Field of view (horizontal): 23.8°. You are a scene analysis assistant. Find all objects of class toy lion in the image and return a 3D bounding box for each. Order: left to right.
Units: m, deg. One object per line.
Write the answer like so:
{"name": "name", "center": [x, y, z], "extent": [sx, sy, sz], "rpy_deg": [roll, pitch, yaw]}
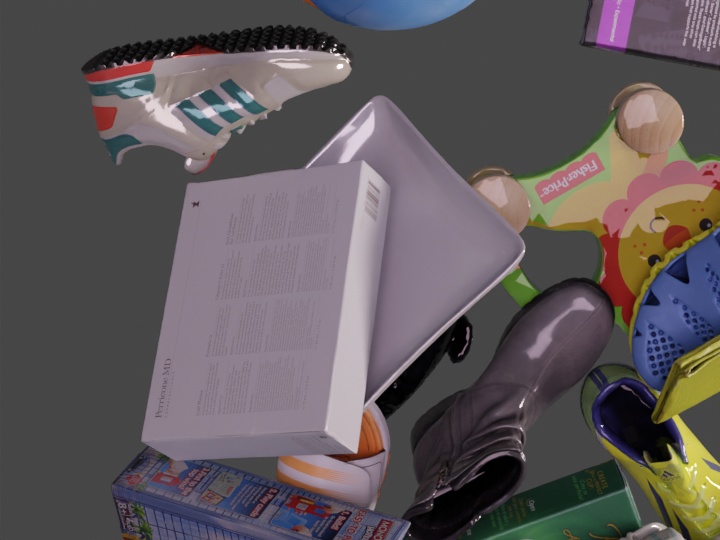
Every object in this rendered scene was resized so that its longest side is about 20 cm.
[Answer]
{"name": "toy lion", "center": [0.197, -0.024, 1.240], "extent": [0.199, 0.069, 0.192], "rpy_deg": [-29, 99, 5]}

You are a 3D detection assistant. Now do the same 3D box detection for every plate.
{"name": "plate", "center": [0.000, 0.000, 1.221], "extent": [0.200, 0.032, 0.200], "rpy_deg": [-45, 51, 6]}

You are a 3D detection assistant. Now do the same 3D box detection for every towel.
{"name": "towel", "center": [0.293, 0.046, 1.189], "extent": [0.199, 0.086, 0.018], "rpy_deg": [-26, 61, -18]}

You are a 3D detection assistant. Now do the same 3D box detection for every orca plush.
{"name": "orca plush", "center": [0.014, 0.053, 1.247], "extent": [0.200, 0.071, 0.105], "rpy_deg": [-43, 89, 6]}

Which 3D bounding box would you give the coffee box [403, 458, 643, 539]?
{"name": "coffee box", "center": [0.116, 0.226, 1.245], "extent": [0.199, 0.044, 0.123], "rpy_deg": [-22, 115, 6]}

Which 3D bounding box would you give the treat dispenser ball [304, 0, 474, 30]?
{"name": "treat dispenser ball", "center": [0.018, -0.265, 1.162], "extent": [0.200, 0.201, 0.202], "rpy_deg": [0, 94, 4]}

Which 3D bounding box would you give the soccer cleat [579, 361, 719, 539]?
{"name": "soccer cleat", "center": [0.230, 0.150, 1.231], "extent": [0.065, 0.084, 0.200], "rpy_deg": [-42, 90, 6]}

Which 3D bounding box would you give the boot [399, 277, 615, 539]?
{"name": "boot", "center": [0.109, 0.104, 1.195], "extent": [0.070, 0.132, 0.200], "rpy_deg": [36, 109, -11]}

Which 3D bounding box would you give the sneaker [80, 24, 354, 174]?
{"name": "sneaker", "center": [-0.101, -0.123, 1.255], "extent": [0.199, 0.070, 0.094], "rpy_deg": [-6, 111, 2]}

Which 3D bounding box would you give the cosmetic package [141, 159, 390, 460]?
{"name": "cosmetic package", "center": [-0.064, 0.029, 1.194], "extent": [0.150, 0.052, 0.201], "rpy_deg": [-4, 64, 27]}

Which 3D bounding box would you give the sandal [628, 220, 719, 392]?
{"name": "sandal", "center": [0.260, 0.004, 1.181], "extent": [0.079, 0.087, 0.200], "rpy_deg": [33, 102, -14]}

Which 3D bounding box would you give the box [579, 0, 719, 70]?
{"name": "box", "center": [0.269, -0.215, 1.231], "extent": [0.199, 0.036, 0.144], "rpy_deg": [11, 95, 5]}

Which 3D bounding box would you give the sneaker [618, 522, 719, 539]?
{"name": "sneaker", "center": [0.185, 0.213, 1.188], "extent": [0.199, 0.070, 0.081], "rpy_deg": [0, 111, -15]}

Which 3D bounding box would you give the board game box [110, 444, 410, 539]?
{"name": "board game box", "center": [-0.058, 0.227, 1.204], "extent": [0.199, 0.062, 0.201], "rpy_deg": [1, 116, 26]}

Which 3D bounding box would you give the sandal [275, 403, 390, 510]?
{"name": "sandal", "center": [-0.026, 0.182, 1.240], "extent": [0.079, 0.059, 0.208], "rpy_deg": [9, 110, 5]}
